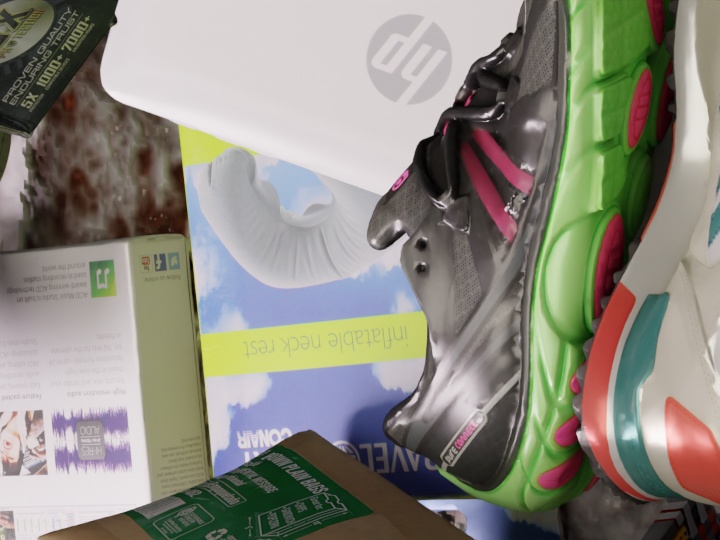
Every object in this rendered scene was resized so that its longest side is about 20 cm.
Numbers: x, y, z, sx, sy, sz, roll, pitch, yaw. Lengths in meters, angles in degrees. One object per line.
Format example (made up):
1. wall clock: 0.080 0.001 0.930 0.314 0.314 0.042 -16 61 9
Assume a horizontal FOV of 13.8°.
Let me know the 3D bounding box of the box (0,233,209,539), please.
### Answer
1. box: -0.116 0.091 1.106 0.144 0.036 0.201 -4 90 41

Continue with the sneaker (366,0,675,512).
1. sneaker: 0.044 -0.031 0.877 0.084 0.077 0.201 11 94 23

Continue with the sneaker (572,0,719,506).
1. sneaker: 0.130 -0.025 0.835 0.093 0.070 0.200 8 76 43

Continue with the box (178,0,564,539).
1. box: 0.000 0.000 0.990 0.122 0.048 0.201 -7 88 41

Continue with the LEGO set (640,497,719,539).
1. LEGO set: 0.160 0.122 0.845 0.200 0.116 0.154 -19 106 35

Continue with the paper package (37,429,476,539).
1. paper package: -0.001 0.165 0.889 0.200 0.103 0.191 -153 47 -66

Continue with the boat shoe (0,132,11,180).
1. boat shoe: -0.171 -0.024 1.082 0.060 0.072 0.202 -18 57 29

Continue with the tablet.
1. tablet: 0.023 -0.086 0.928 0.199 0.014 0.131 20 98 17

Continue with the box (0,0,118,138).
1. box: -0.126 -0.176 1.018 0.164 0.086 0.200 43 101 29
